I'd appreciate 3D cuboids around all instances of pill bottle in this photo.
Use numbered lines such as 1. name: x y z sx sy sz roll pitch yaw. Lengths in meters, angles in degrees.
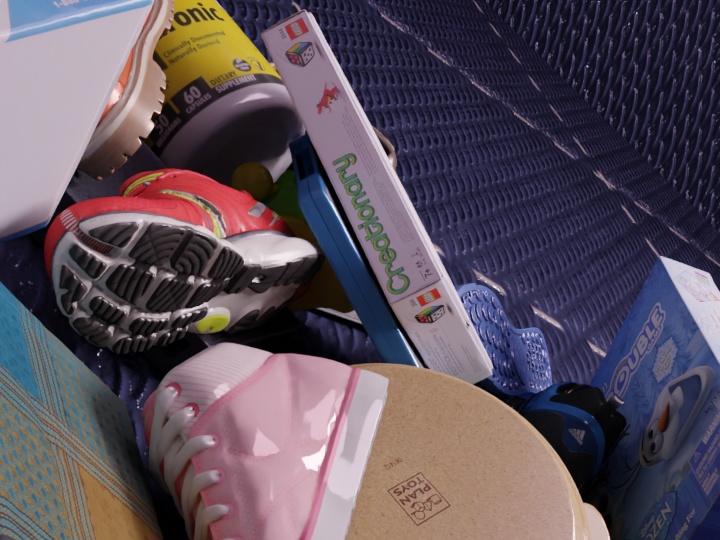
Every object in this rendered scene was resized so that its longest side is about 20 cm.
1. pill bottle: -0.133 -0.136 1.023 0.200 0.111 0.111 50 18 23

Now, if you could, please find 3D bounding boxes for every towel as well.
1. towel: -0.116 0.087 0.618 0.147 0.022 0.200 54 7 -43

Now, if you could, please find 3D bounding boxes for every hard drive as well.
1. hard drive: -0.130 -0.025 0.881 0.200 0.042 0.135 48 18 10

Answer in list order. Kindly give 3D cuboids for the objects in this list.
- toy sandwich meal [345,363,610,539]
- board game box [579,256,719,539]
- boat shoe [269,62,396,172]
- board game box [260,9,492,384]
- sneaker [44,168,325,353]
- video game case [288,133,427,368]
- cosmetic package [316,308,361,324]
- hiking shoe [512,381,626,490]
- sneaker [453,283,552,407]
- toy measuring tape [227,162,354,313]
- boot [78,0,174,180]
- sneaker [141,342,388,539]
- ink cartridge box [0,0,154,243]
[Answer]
1. toy sandwich meal: 0.027 0.133 0.781 0.204 0.070 0.206 8 47 -9
2. board game box: 0.175 0.124 0.949 0.043 0.200 0.199 18 24 -14
3. boat shoe: -0.049 -0.104 1.074 0.072 0.060 0.200 -25 55 -35
4. board game box: 0.010 -0.038 0.904 0.200 0.035 0.126 64 3 31
5. sneaker: -0.098 -0.013 0.779 0.085 0.077 0.200 48 16 19
6. video game case: 0.000 0.000 0.921 0.143 0.018 0.200 61 3 -14
7. cosmetic package: -0.041 -0.048 1.123 0.082 0.051 0.200 23 26 -47
8. hiking shoe: 0.118 0.110 0.987 0.074 0.087 0.200 54 -2 -1
9. sneaker: 0.065 0.059 1.030 0.200 0.078 0.070 33 47 -64
10. toy measuring tape: -0.035 0.022 0.990 0.200 0.073 0.074 62 9 -23
11. boot: -0.163 -0.140 0.871 0.107 0.075 0.200 37 20 -25
12. sneaker: -0.057 0.107 0.681 0.104 0.076 0.201 19 41 -1
13. ink cartridge box: -0.218 -0.114 0.647 0.200 0.146 0.147 48 42 16
